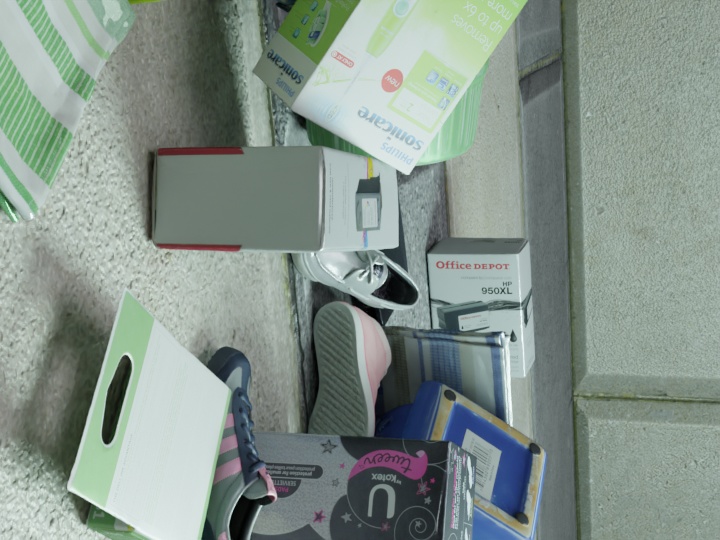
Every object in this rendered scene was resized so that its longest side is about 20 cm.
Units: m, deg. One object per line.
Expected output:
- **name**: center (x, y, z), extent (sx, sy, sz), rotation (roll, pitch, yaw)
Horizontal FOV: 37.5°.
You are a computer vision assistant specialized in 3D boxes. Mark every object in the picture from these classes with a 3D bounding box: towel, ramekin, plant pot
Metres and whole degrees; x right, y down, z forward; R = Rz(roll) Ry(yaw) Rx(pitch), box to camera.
- **towel**: center (-0.209, -0.151, 0.667), extent (0.153, 0.023, 0.200), rotation (67, 30, -48)
- **towel**: center (0.082, 0.132, 1.245), extent (0.024, 0.200, 0.147), rotation (-41, 128, -58)
- **ramekin**: center (0.033, -0.181, 1.114), extent (0.200, 0.200, 0.098), rotation (-53, 146, -60)
- **plant pot**: center (0.088, 0.254, 1.170), extent (0.180, 0.200, 0.200), rotation (-51, -172, 37)

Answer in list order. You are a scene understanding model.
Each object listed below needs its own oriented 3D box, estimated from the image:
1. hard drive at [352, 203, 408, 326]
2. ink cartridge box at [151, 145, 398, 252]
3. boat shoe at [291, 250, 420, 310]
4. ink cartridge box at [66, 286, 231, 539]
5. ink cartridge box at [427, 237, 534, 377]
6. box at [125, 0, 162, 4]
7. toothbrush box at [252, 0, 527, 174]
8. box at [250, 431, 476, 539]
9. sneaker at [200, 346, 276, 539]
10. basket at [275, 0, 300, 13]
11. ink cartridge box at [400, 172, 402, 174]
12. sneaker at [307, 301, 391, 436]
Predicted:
- **hard drive**: center (0.016, -0.046, 1.290), extent (0.135, 0.042, 0.200), rotation (-58, 143, -56)
- **ink cartridge box**: center (-0.064, -0.057, 0.898), extent (0.200, 0.148, 0.086), rotation (-9, 99, -72)
- **boat shoe**: center (0.000, 0.000, 1.159), extent (0.200, 0.068, 0.072), rotation (42, 66, -51)
- **ink cartridge box**: center (-0.161, 0.118, 0.771), extent (0.200, 0.048, 0.146), rotation (57, 38, -57)
- **ink cartridge box**: center (0.186, 0.056, 1.629), extent (0.084, 0.145, 0.200), rotation (-42, 129, -64)
- **box**: center (-0.148, -0.305, 0.803), extent (0.200, 0.048, 0.122), rotation (-70, 153, -42)
- **toothbrush box**: center (0.029, -0.205, 0.898), extent (0.146, 0.086, 0.200), rotation (25, 106, -41)
- **box**: center (-0.002, 0.224, 1.003), extent (0.115, 0.200, 0.132), rotation (43, 50, -66)
- **sneaker**: center (-0.102, 0.162, 0.890), extent (0.070, 0.082, 0.200), rotation (50, 44, -62)
- **basket**: center (-0.027, -0.312, 0.961), extent (0.200, 0.139, 0.176), rotation (-9, 131, -60)
- **ink cartridge box**: center (0.040, -0.259, 1.359), extent (0.196, 0.043, 0.200), rotation (-70, 155, -46)
- **sneaker**: center (-0.005, 0.138, 1.181), extent (0.105, 0.075, 0.200), rotation (19, 68, -65)
